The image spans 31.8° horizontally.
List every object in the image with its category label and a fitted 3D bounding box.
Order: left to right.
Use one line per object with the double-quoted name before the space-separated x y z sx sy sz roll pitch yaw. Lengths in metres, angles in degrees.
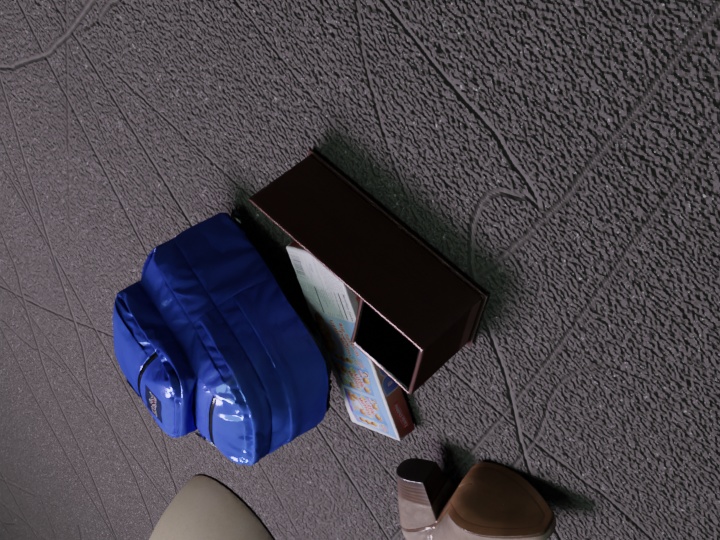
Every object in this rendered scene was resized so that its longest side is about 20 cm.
"cup" -0.209 0.392 1.651 0.199 0.143 0.202 33 144 28
"backpack" -0.128 0.084 1.193 0.200 0.167 0.163 49 159 23
"snack box" -0.008 0.064 1.156 0.071 0.024 0.202 14 132 47
"desk organizer" 0.000 0.000 1.029 0.200 0.077 0.072 41 148 20
"boot" 0.114 0.245 1.148 0.199 0.070 0.147 16 140 47
